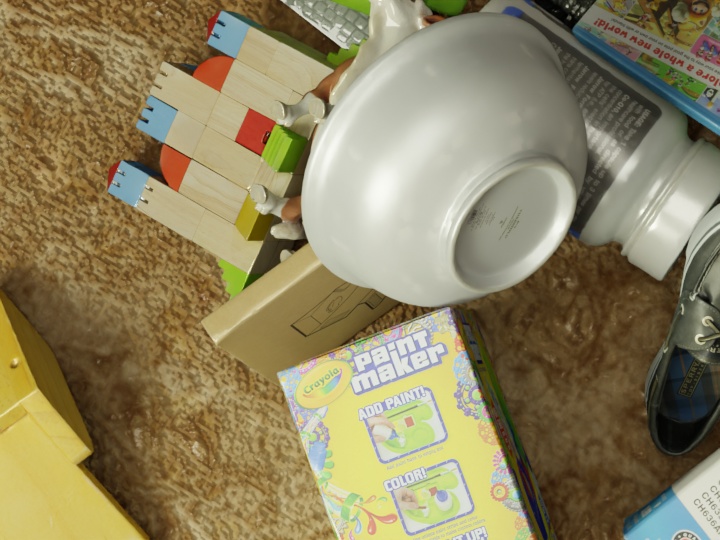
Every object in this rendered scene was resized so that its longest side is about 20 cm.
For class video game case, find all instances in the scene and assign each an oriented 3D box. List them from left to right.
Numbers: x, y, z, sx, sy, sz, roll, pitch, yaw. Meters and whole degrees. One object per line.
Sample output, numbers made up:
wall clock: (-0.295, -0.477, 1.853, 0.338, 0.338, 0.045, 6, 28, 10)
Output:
video game case: (0.251, -0.194, 1.608, 0.200, 0.018, 0.143, -49, 55, -4)

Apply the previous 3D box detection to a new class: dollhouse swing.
dollhouse swing: (-0.271, 0.156, 1.757, 0.200, 0.176, 0.182, -37, 43, 5)

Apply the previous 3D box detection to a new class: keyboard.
keyboard: (-0.038, -0.211, 1.751, 0.200, 0.011, 0.056, 38, 93, 6)

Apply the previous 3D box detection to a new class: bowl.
bowl: (0.070, -0.050, 1.532, 0.201, 0.201, 0.090, -48, 50, 3)

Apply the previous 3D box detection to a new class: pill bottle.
pill bottle: (0.148, -0.089, 1.672, 0.200, 0.114, 0.114, 36, 93, 7)

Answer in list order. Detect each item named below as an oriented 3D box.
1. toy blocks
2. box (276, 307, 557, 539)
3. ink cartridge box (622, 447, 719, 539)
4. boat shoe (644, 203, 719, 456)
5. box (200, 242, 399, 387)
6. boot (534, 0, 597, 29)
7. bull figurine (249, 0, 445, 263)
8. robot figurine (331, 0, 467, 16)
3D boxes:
toy blocks: (-0.090, -0.096, 1.719, 0.136, 0.100, 0.201, 30, 102, 21)
box: (0.044, 0.134, 1.634, 0.121, 0.200, 0.194, -21, 87, 6)
ink cartridge box: (0.294, 0.165, 1.630, 0.200, 0.145, 0.147, -39, 83, 4)
boat shoe: (0.233, 0.041, 1.630, 0.068, 0.057, 0.201, 14, 131, -1)
box: (0.000, 0.000, 1.663, 0.200, 0.163, 0.021, -35, 71, 4)
boot: (0.161, -0.247, 1.692, 0.211, 0.079, 0.158, 41, 93, 6)
bull figurine: (-0.006, -0.091, 1.635, 0.065, 0.121, 0.201, 32, 127, 36)
robot figurine: (-0.012, -0.241, 1.678, 0.199, 0.176, 0.116, 20, 105, -18)
